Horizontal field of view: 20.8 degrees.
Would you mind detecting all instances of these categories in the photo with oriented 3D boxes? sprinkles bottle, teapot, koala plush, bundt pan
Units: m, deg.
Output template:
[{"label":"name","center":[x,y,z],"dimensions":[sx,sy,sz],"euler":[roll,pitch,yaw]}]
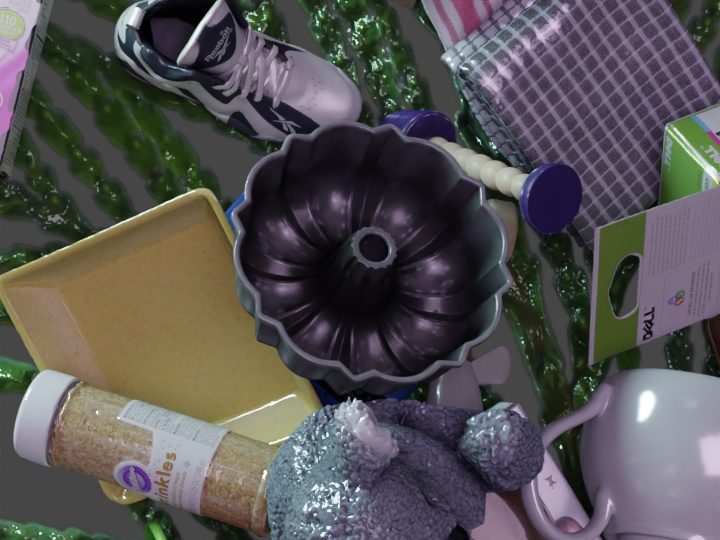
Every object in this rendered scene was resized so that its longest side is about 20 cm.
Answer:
[{"label":"sprinkles bottle","center":[-0.149,0.132,1.428],"dimensions":[0.199,0.068,0.069],"euler":[17,86,10]},{"label":"teapot","center":[0.237,0.163,1.403],"dimensions":[0.199,0.197,0.147],"euler":[9,73,26]},{"label":"koala plush","center":[0.006,0.163,1.275],"dimensions":[0.183,0.200,0.178],"euler":[15,93,12]},{"label":"bundt pan","center":[0.000,0.000,1.374],"dimensions":[0.201,0.076,0.203],"euler":[7,63,-14]}]

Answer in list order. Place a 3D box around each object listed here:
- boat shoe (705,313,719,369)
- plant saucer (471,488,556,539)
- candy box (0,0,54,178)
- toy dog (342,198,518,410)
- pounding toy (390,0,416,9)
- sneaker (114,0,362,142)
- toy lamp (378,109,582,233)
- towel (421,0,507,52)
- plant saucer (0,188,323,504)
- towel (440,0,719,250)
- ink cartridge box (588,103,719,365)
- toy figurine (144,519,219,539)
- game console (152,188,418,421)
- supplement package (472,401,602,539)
[{"label":"boat shoe","center":[0.319,0.115,1.509],"dimensions":[0.067,0.072,0.201],"euler":[-28,91,-26]},{"label":"plant saucer","center":[0.047,0.222,1.401],"dimensions":[0.199,0.032,0.201],"euler":[0,84,-2]},{"label":"candy box","center":[-0.312,-0.184,1.499],"dimensions":[0.136,0.061,0.201],"euler":[13,86,-2]},{"label":"toy dog","center":[0.059,0.036,1.471],"dimensions":[0.131,0.096,0.201],"euler":[24,63,1]},{"label":"pounding toy","center":[-0.029,-0.283,1.475],"dimensions":[0.199,0.184,0.143],"euler":[24,75,-3]},{"label":"sneaker","center":[-0.092,-0.156,1.477],"dimensions":[0.198,0.130,0.080],"euler":[27,86,-2]},{"label":"toy lamp","center":[0.081,-0.080,1.459],"dimensions":[0.058,0.200,0.059],"euler":[-12,111,-32]},{"label":"towel","center":[0.138,-0.233,1.493],"dimensions":[0.200,0.146,0.030],"euler":[-44,53,-5]},{"label":"plant saucer","center":[-0.141,0.053,1.459],"dimensions":[0.199,0.048,0.201],"euler":[-22,102,24]},{"label":"towel","center":[0.181,-0.131,1.483],"dimensions":[0.165,0.086,0.200],"euler":[-41,114,-5]},{"label":"ink cartridge box","center":[0.241,-0.035,1.456],"dimensions":[0.199,0.148,0.076],"euler":[-20,48,-16]},{"label":"toy figurine","center":[-0.048,0.258,1.470],"dimensions":[0.183,0.150,0.201],"euler":[-15,110,-13]},{"label":"game console","center":[-0.055,0.052,1.524],"dimensions":[0.200,0.118,0.171],"euler":[41,116,0]},{"label":"supplement package","center":[0.120,0.212,1.479],"dimensions":[0.113,0.110,0.201],"euler":[-32,89,-4]}]
